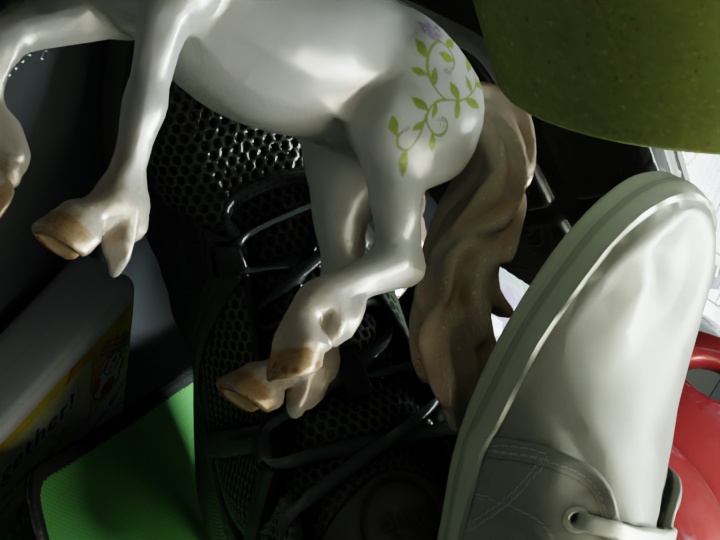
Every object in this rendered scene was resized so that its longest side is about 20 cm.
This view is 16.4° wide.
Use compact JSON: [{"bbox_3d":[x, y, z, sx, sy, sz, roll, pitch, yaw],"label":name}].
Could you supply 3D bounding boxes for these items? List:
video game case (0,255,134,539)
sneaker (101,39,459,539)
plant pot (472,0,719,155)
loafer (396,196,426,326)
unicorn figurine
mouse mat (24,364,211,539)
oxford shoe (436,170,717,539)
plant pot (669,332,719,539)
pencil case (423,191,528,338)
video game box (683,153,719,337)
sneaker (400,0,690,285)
[{"bbox_3d":[-0.127,0.118,0.664,0.200,0.023,0.182,-50,160,-40],"label":"video game case"},{"bbox_3d":[-0.008,0.017,0.640,0.076,0.114,0.200,-19,120,-21],"label":"sneaker"},{"bbox_3d":[0.081,-0.133,0.527,0.187,0.186,0.201,-36,133,-60],"label":"plant pot"},{"bbox_3d":[0.000,0.000,0.745,0.072,0.063,0.200,-47,148,-23],"label":"loafer"},{"bbox_3d":[-0.028,-0.055,0.564,0.200,0.074,0.138,42,69,-45],"label":"unicorn figurine"},{"bbox_3d":[-0.039,0.112,0.709,0.200,0.007,0.162,-34,108,-75],"label":"mouse mat"},{"bbox_3d":[0.050,0.075,0.604,0.075,0.058,0.201,12,101,-51],"label":"oxford shoe"},{"bbox_3d":[0.126,0.133,1.225,0.182,0.200,0.201,-24,139,-56],"label":"plant pot"},{"bbox_3d":[0.047,-0.011,0.914,0.200,0.083,0.091,-51,146,-37],"label":"pencil case"},{"bbox_3d":[0.103,-0.101,0.849,0.182,0.047,0.201,31,80,-48],"label":"video game box"},{"bbox_3d":[0.047,-0.093,0.652,0.201,0.075,0.116,57,45,-27],"label":"sneaker"}]
